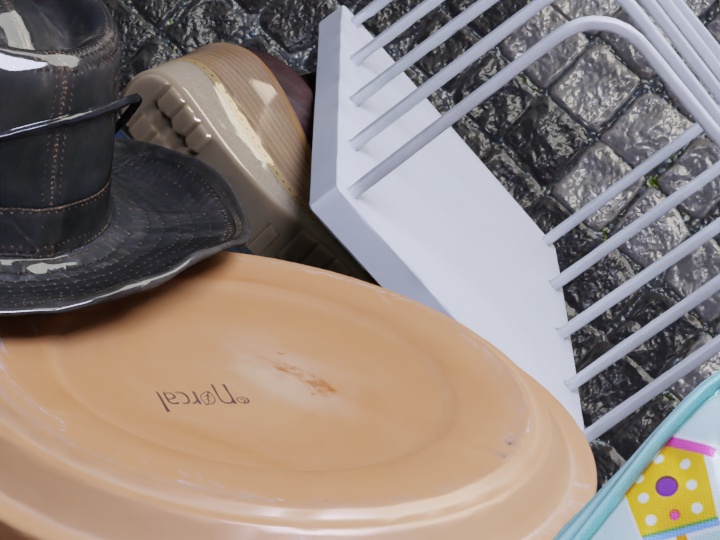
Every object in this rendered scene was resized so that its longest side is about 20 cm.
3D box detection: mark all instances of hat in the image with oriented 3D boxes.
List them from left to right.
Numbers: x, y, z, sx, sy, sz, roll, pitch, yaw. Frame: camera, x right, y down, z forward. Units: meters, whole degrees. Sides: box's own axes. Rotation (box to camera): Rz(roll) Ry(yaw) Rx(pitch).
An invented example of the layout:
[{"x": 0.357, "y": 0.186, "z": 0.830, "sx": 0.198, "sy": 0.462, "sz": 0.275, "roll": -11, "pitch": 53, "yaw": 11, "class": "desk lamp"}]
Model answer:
[{"x": -0.127, "y": -0.055, "z": 0.793, "sx": 0.200, "sy": 0.081, "sz": 0.201, "roll": 6, "pitch": 20, "yaw": -2, "class": "hat"}]

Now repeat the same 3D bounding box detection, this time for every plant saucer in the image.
[{"x": -0.032, "y": 0.040, "z": 0.747, "sx": 0.200, "sy": 0.032, "sz": 0.200, "roll": 8, "pitch": 23, "yaw": -4, "class": "plant saucer"}]

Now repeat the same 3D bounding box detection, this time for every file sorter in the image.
[{"x": 0.073, "y": -0.047, "z": 1.004, "sx": 0.139, "sy": 0.124, "sz": 0.200, "roll": 48, "pitch": 15, "yaw": -18, "class": "file sorter"}]

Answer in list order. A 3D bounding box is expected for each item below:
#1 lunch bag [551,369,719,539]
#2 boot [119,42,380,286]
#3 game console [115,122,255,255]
[{"x": 0.081, "y": 0.123, "z": 0.587, "sx": 0.160, "sy": 0.200, "sz": 0.077, "roll": 43, "pitch": -10, "yaw": 11, "class": "lunch bag"}, {"x": 0.000, "y": 0.000, "z": 1.025, "sx": 0.200, "sy": 0.072, "sz": 0.166, "roll": 60, "pitch": 24, "yaw": 12, "class": "boot"}, {"x": -0.129, "y": -0.014, "z": 0.876, "sx": 0.200, "sy": 0.176, "sz": 0.116, "roll": 43, "pitch": -28, "yaw": 37, "class": "game console"}]
